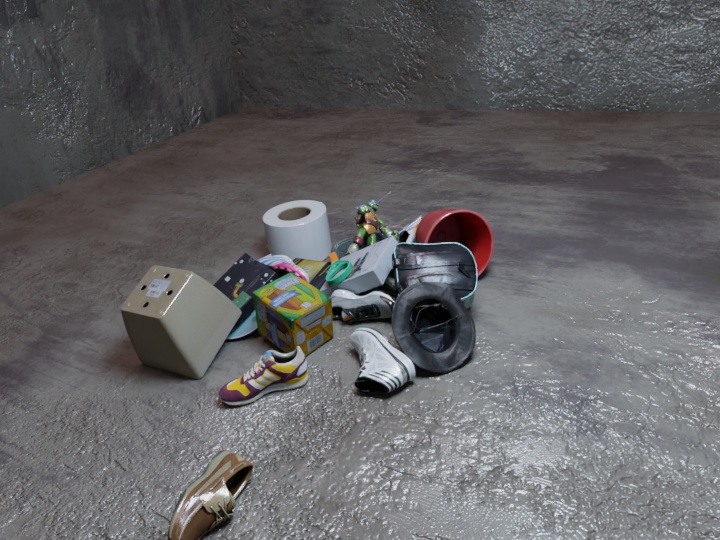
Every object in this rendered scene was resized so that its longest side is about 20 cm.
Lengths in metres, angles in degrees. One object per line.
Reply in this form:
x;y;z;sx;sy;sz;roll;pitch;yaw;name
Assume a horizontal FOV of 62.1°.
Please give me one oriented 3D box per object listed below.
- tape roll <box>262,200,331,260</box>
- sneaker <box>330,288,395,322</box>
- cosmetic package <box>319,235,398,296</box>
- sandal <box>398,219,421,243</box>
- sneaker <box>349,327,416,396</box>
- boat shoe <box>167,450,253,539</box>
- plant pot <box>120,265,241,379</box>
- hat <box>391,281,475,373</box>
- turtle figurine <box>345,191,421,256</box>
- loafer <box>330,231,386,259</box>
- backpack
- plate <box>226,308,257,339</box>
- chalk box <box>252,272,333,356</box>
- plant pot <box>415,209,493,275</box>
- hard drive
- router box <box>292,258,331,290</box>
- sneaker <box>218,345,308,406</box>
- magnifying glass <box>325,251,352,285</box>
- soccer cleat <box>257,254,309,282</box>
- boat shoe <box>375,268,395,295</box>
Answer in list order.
-0.192;-0.114;1.844;0.198;0.142;0.204;-6;27;3;tape roll
0.003;0.098;1.481;0.196;0.075;0.080;1;37;29;sneaker
0.000;0.000;1.567;0.198;0.052;0.151;-22;23;38;cosmetic package
0.138;-0.092;1.776;0.058;0.081;0.207;10;34;18;sandal
0.015;0.194;1.280;0.114;0.077;0.199;-24;34;-31;sneaker
-0.245;0.383;1.001;0.072;0.077;0.201;5;31;18;boat shoe
-0.435;0.104;1.400;0.196;0.179;0.202;8;52;28;plant pot
0.152;0.130;1.321;0.197;0.204;0.081;-15;-15;-14;hat
0.045;-0.117;1.703;0.196;0.144;0.197;11;73;24;turtle figurine
-0.006;-0.070;1.807;0.197;0.073;0.063;-15;8;-27;loafer
0.182;0.026;1.439;0.196;0.154;0.179;-9;57;7;backpack
-0.308;0.099;1.550;0.196;0.026;0.203;-11;47;12;plate
-0.174;0.097;1.431;0.198;0.126;0.124;29;44;36;chalk box
0.240;-0.079;1.628;0.196;0.205;0.177;-12;17;-8;plant pot
-0.319;0.059;1.542;0.138;0.038;0.200;27;66;37;hard drive
-0.163;0.040;1.642;0.154;0.053;0.200;7;31;27;router box
-0.211;0.218;1.281;0.196;0.092;0.075;-16;28;-15;sneaker
-0.064;-0.012;1.599;0.079;0.023;0.200;-38;18;4;magnifying glass
-0.200;-0.008;1.604;0.197;0.071;0.086;13;40;36;soccer cleat
0.113;0.032;1.572;0.197;0.064;0.071;17;34;36;boat shoe
